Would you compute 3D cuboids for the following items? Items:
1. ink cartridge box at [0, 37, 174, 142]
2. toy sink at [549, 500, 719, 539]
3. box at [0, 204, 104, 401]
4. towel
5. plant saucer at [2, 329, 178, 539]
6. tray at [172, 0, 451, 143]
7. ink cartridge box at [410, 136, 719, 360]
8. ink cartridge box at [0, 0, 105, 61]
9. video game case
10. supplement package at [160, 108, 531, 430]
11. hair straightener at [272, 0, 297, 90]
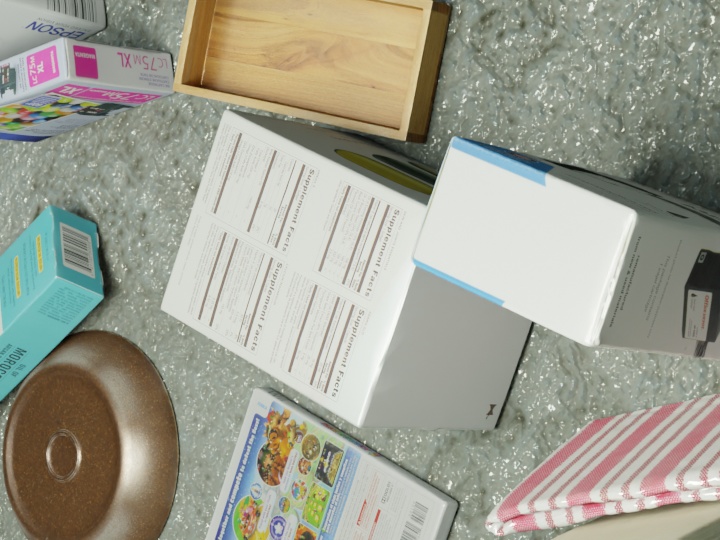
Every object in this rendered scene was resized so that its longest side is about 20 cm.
[{"bbox_3d":[-0.258,-0.138,1.695,0.199,0.119,0.042,-12,81,38],"label":"ink cartridge box"},{"bbox_3d":[0.189,0.195,1.232,0.130,0.199,0.113,-16,88,37],"label":"toy sink"},{"bbox_3d":[-0.288,0.041,1.737,0.200,0.049,0.083,-42,41,29],"label":"box"},{"bbox_3d":[0.186,0.116,1.290,0.199,0.146,0.030,-16,100,39],"label":"towel"},{"bbox_3d":[-0.227,0.148,1.703,0.199,0.036,0.203,-3,85,39],"label":"plant saucer"},{"bbox_3d":[-0.037,-0.160,1.539,0.198,0.037,0.100,14,96,28],"label":"tray"},{"bbox_3d":[0.152,-0.009,1.287,0.144,0.199,0.084,24,100,39],"label":"ink cartridge box"},{"bbox_3d":[-0.343,-0.195,1.720,0.199,0.195,0.044,-23,71,37],"label":"ink cartridge box"},{"bbox_3d":[-0.027,0.190,1.542,0.199,0.018,0.144,28,105,38],"label":"video game case"},{"bbox_3d":[0.000,0.000,1.445,0.199,0.151,0.152,27,103,38],"label":"supplement package"},{"bbox_3d":[-0.063,-0.234,1.588,0.077,0.041,0.202,-18,75,38],"label":"hair straightener"}]
